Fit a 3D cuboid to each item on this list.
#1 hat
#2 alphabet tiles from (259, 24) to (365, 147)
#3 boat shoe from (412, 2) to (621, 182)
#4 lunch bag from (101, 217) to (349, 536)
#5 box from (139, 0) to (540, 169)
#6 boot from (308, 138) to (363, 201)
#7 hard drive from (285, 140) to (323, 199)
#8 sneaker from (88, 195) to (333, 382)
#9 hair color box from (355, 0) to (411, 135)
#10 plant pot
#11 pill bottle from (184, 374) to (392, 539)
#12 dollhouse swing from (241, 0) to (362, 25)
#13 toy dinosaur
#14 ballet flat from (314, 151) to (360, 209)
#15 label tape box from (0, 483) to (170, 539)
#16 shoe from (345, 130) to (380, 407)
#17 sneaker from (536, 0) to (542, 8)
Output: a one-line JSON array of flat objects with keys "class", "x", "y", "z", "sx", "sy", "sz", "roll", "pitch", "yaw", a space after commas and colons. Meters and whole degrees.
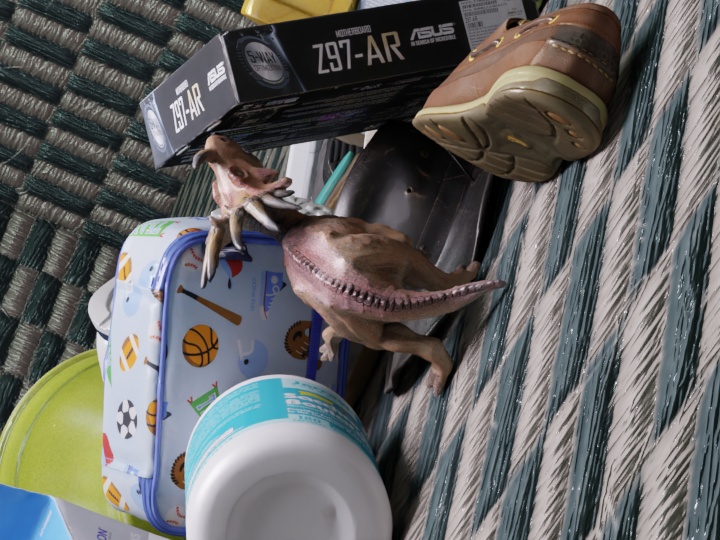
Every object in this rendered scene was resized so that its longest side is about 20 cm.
[{"class": "hat", "x": 0.022, "y": -0.032, "z": 1.535, "sx": 0.201, "sy": 0.081, "sz": 0.201, "roll": -157, "pitch": 90, "yaw": -81}, {"class": "alphabet tiles", "x": 0.011, "y": -0.192, "z": 1.834, "sx": 0.015, "sy": 0.195, "sz": 0.201, "roll": 23, "pitch": 90, "yaw": 39}, {"class": "boat shoe", "x": 0.087, "y": -0.093, "z": 1.335, "sx": 0.068, "sy": 0.072, "sz": 0.200, "roll": -63, "pitch": 13, "yaw": -12}, {"class": "lunch bag", "x": -0.076, "y": 0.061, "z": 1.577, "sx": 0.075, "sy": 0.160, "sz": 0.201, "roll": 14, "pitch": 99, "yaw": 54}, {"class": "box", "x": -0.012, "y": -0.113, "z": 1.513, "sx": 0.160, "sy": 0.199, "sz": 0.044, "roll": 152, "pitch": 105, "yaw": -67}, {"class": "boot", "x": -0.010, "y": -0.086, "z": 1.980, "sx": 0.132, "sy": 0.070, "sz": 0.200, "roll": 113, "pitch": 178, "yaw": -46}, {"class": "hard drive", "x": -0.045, "y": -0.065, "z": 2.091, "sx": 0.132, "sy": 0.027, "sz": 0.201, "roll": -73, "pitch": -5, "yaw": -54}, {"class": "sneaker", "x": -0.090, "y": 0.018, "z": 1.665, "sx": 0.076, "sy": 0.200, "sz": 0.081, "roll": 27, "pitch": 136, "yaw": 46}, {"class": "hair color box", "x": 0.048, "y": -0.188, "z": 1.695, "sx": 0.099, "sy": 0.060, "sz": 0.201, "roll": -20, "pitch": -48, "yaw": -66}, {"class": "plant pot", "x": -0.128, "y": 0.148, "z": 1.726, "sx": 0.193, "sy": 0.200, "sz": 0.201, "roll": -8, "pitch": 59, "yaw": 67}, {"class": "pill bottle", "x": -0.044, "y": 0.122, "z": 1.433, "sx": 0.200, "sy": 0.110, "sz": 0.111, "roll": -115, "pitch": 49, "yaw": -79}, {"class": "dollhouse swing", "x": -0.046, "y": -0.263, "z": 1.725, "sx": 0.182, "sy": 0.175, "sz": 0.201, "roll": 17, "pitch": -85, "yaw": -77}, {"class": "toy dinosaur", "x": -0.016, "y": -0.001, "z": 1.404, "sx": 0.200, "sy": 0.135, "sz": 0.086, "roll": 21, "pitch": 82, "yaw": 53}, {"class": "ballet flat", "x": -0.031, "y": 0.008, "z": 1.769, "sx": 0.200, "sy": 0.072, "sz": 0.068, "roll": -55, "pitch": -1, "yaw": -31}, {"class": "label tape box", "x": -0.164, "y": 0.231, "z": 1.608, "sx": 0.066, "sy": 0.199, "sz": 0.144, "roll": -91, "pitch": 25, "yaw": -58}, {"class": "shoe", "x": 0.000, "y": 0.000, "z": 1.669, "sx": 0.070, "sy": 0.053, "sz": 0.201, "roll": -99, "pitch": 27, "yaw": -79}, {"class": "sneaker", "x": 0.104, "y": -0.217, "z": 1.593, "sx": 0.076, "sy": 0.075, "sz": 0.201, "roll": -116, "pitch": 38, "yaw": -70}]
